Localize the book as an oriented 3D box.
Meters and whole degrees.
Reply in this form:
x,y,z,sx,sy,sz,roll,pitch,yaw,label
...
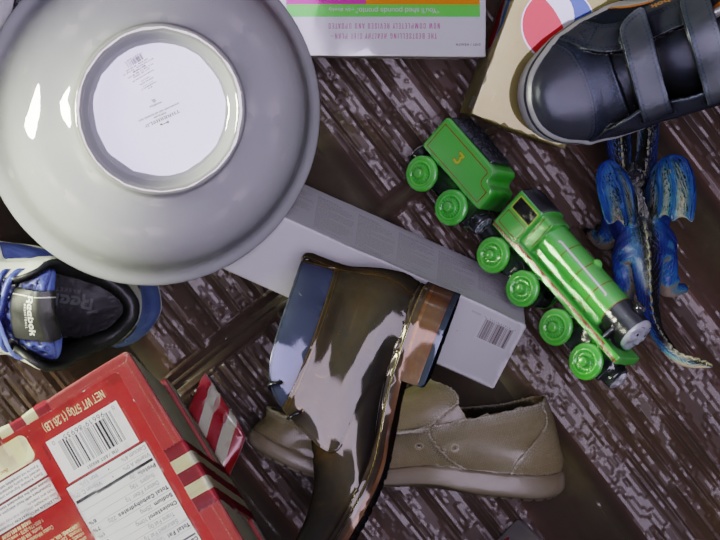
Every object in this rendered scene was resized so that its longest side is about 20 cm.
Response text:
x,y,z,sx,sy,sz,roll,pitch,yaw,label
0.007,-0.228,1.741,0.133,0.048,0.200,0,93,-17,book

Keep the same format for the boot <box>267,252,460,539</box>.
x,y,z,sx,sy,sz,roll,pitch,yaw,label
-0.023,0.088,1.696,0.097,0.075,0.200,23,89,4,boot

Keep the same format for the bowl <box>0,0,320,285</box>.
x,y,z,sx,sy,sz,roll,pitch,yaw,label
-0.116,-0.090,1.642,0.201,0.090,0.201,0,92,-8,bowl

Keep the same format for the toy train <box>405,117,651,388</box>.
x,y,z,sx,sy,sz,roll,pitch,yaw,label
0.103,-0.013,1.739,0.056,0.042,0.200,-49,66,19,toy train

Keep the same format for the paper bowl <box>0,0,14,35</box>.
x,y,z,sx,sy,sz,roll,pitch,yaw,label
-0.304,-0.155,1.637,0.201,0.201,0.104,-43,63,-1,paper bowl

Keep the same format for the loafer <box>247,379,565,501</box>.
x,y,z,sx,sy,sz,roll,pitch,yaw,label
0.030,0.098,1.771,0.200,0.076,0.068,7,91,-14,loafer

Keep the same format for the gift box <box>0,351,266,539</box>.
x,y,z,sx,sy,sz,roll,pitch,yaw,label
-0.148,0.151,1.705,0.184,0.187,0.200,-27,77,-1,gift box

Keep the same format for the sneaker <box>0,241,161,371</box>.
x,y,z,sx,sy,sz,roll,pitch,yaw,label
-0.217,0.016,1.719,0.199,0.115,0.081,0,93,-5,sneaker

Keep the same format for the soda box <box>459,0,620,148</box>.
x,y,z,sx,sy,sz,roll,pitch,yaw,label
0.126,-0.178,1.757,0.064,0.068,0.200,20,92,-5,soda box

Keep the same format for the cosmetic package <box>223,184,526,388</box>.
x,y,z,sx,sy,sz,roll,pitch,yaw,label
0.000,0.000,1.750,0.200,0.083,0.051,24,110,-6,cosmetic package

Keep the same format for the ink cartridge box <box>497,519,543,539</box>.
x,y,z,sx,sy,sz,roll,pitch,yaw,label
0.090,0.278,1.749,0.145,0.147,0.200,43,90,-7,ink cartridge box

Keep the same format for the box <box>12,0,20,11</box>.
x,y,z,sx,sy,sz,roll,pitch,yaw,label
-0.165,-0.174,1.750,0.200,0.036,0.143,-24,96,-2,box

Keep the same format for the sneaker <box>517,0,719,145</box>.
x,y,z,sx,sy,sz,roll,pitch,yaw,label
0.192,-0.130,1.701,0.200,0.079,0.079,-21,97,-15,sneaker

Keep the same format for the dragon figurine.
x,y,z,sx,sy,sz,roll,pitch,yaw,label
0.170,-0.034,1.737,0.059,0.200,0.100,-3,133,-3,dragon figurine
